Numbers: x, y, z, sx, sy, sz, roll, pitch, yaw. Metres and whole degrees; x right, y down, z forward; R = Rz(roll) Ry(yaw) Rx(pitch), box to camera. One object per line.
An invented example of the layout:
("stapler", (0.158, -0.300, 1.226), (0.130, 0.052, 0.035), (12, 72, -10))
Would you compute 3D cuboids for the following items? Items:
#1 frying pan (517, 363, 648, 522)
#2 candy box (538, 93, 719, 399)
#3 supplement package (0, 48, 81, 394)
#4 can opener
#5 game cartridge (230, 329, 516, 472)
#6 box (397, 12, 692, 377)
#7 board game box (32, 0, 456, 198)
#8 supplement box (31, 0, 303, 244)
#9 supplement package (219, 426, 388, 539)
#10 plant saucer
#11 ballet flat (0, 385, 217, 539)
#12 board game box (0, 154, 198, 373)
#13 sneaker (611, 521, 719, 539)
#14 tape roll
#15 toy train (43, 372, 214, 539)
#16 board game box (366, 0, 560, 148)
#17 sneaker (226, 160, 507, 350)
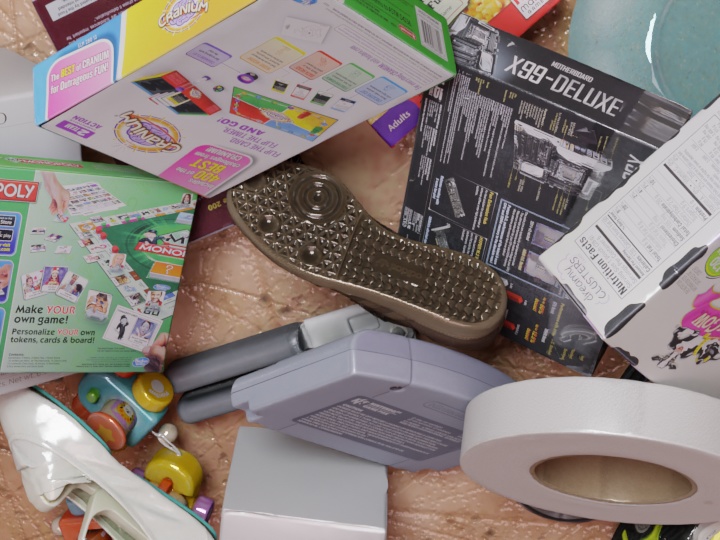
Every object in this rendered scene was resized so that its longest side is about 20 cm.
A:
("frying pan", (0.175, 0.128, 1.005), (0.189, 0.031, 0.115), (-32, 113, 36))
("candy box", (0.226, -0.021, 0.824), (0.200, 0.072, 0.167), (-43, 143, 10))
("supplement package", (-0.261, -0.031, 0.941), (0.120, 0.119, 0.203), (-16, 118, -34))
("can opener", (-0.052, 0.068, 1.019), (0.198, 0.067, 0.053), (-15, 108, 19))
("game cartridge", (0.027, 0.091, 0.954), (0.132, 0.041, 0.199), (-18, 151, 38))
("box", (0.107, -0.043, 0.897), (0.156, 0.050, 0.202), (25, 137, 16))
("board game box", (-0.067, -0.115, 0.816), (0.198, 0.152, 0.041), (-23, 64, 30))
("supplement box", (-0.126, -0.125, 0.949), (0.108, 0.061, 0.202), (-20, 107, 15))
("supplement package", (-0.048, 0.237, 1.048), (0.118, 0.122, 0.203), (7, 112, -1))
("plant saucer", (0.229, -0.137, 0.873), (0.198, 0.039, 0.204), (0, 92, -1))
("ballet flat", (-0.188, 0.155, 0.979), (0.199, 0.070, 0.070), (40, 111, -8))
("board game box", (-0.203, -0.002, 0.886), (0.198, 0.029, 0.136), (3, 107, -37))
("sneaker", (0.255, 0.183, 1.018), (0.076, 0.076, 0.201), (22, 124, -25))
("tape roll", (0.163, 0.119, 0.900), (0.200, 0.038, 0.203), (7, 157, 3))
("toy train", (-0.193, 0.151, 1.054), (0.148, 0.056, 0.202), (-3, 117, 19))
("board game box", (0.010, -0.205, 0.906), (0.151, 0.046, 0.200), (-40, 102, 20))
("sneaker", (0.000, 0.000, 0.918), (0.198, 0.071, 0.076), (29, 158, 11))
